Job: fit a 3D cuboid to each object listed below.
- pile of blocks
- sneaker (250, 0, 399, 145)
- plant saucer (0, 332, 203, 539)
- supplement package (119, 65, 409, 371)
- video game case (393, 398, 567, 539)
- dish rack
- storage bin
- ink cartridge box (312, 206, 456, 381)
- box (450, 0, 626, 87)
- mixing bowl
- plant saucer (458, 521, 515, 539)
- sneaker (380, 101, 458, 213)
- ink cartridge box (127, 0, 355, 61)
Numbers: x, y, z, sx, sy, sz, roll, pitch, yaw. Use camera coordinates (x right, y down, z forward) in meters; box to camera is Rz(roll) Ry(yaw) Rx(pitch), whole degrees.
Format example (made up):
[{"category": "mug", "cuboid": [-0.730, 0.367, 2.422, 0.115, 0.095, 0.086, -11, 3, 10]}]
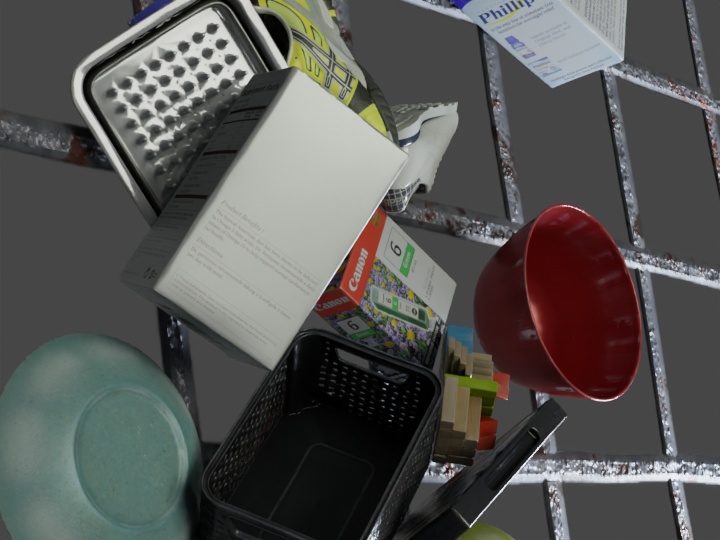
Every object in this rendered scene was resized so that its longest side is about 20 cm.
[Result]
[{"category": "pile of blocks", "cuboid": [0.100, 0.094, 1.316, 0.200, 0.062, 0.083, -80, 178, -66]}, {"category": "sneaker", "cuboid": [-0.040, -0.158, 1.313, 0.076, 0.075, 0.201, -27, 83, -42]}, {"category": "plant saucer", "cuboid": [-0.179, 0.140, 1.126, 0.200, 0.039, 0.202, 22, 59, -43]}, {"category": "supplement package", "cuboid": [-0.076, -0.041, 1.180, 0.117, 0.117, 0.201, 36, 80, -19]}, {"category": "video game case", "cuboid": [0.069, 0.203, 1.272, 0.026, 0.200, 0.181, 47, 41, 5]}, {"category": "dish rack", "cuboid": [-0.127, -0.116, 1.241, 0.171, 0.043, 0.201, -35, 106, -17]}, {"category": "storage bin", "cuboid": [-0.030, 0.157, 1.200, 0.200, 0.134, 0.094, -58, 162, -44]}, {"category": "ink cartridge box", "cuboid": [0.000, 0.000, 1.381, 0.200, 0.050, 0.109, 44, 47, -30]}, {"category": "box", "cuboid": [0.205, -0.341, 1.712, 0.200, 0.105, 0.185, 34, 52, -38]}, {"category": "mixing bowl", "cuboid": [0.184, 0.044, 1.535, 0.200, 0.108, 0.201, 23, 58, -43]}, {"category": "plant saucer", "cuboid": [0.129, 0.332, 1.420, 0.199, 0.031, 0.201, 21, 60, -43]}, {"category": "sneaker", "cuboid": [0.048, -0.115, 1.462, 0.200, 0.076, 0.081, -39, 120, -63]}, {"category": "ink cartridge box", "cuboid": [-0.087, -0.182, 1.350, 0.200, 0.040, 0.200, 55, 42, -14]}]
